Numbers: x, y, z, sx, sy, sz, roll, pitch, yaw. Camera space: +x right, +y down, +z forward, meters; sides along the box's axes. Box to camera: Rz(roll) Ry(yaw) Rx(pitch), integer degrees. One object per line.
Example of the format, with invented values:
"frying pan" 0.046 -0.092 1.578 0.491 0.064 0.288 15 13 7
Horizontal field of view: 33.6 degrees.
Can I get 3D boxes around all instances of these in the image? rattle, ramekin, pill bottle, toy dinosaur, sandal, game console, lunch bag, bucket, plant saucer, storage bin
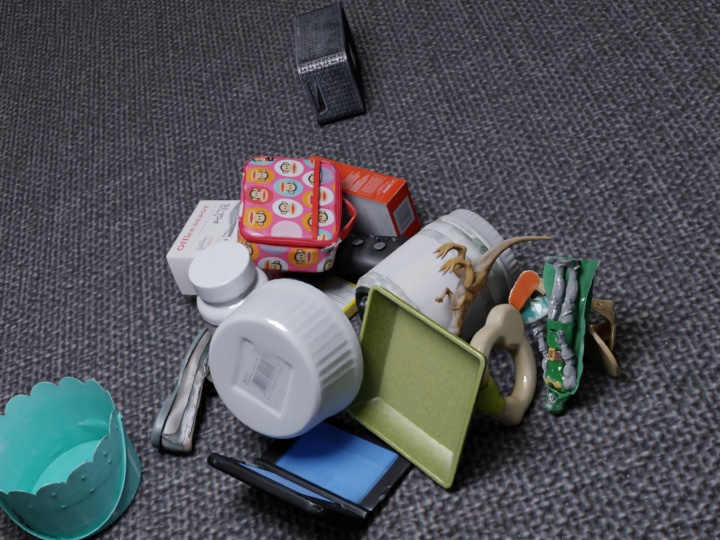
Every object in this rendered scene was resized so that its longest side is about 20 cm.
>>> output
"rattle" 0.168 0.107 1.591 0.143 0.129 0.202 -31 44 57
"ramekin" -0.104 0.122 1.568 0.199 0.202 0.098 8 25 29
"pill bottle" -0.169 0.061 1.707 0.109 0.201 0.110 -12 41 11
"toy dinosaur" 0.151 0.002 1.569 0.201 0.106 0.060 -55 30 -7
"sandal" 0.307 0.056 1.607 0.069 0.078 0.212 -32 36 -8
"game console" -0.065 0.243 1.541 0.199 0.176 0.117 17 82 36
"lunch bag" -0.093 -0.083 1.772 0.174 0.082 0.201 4 43 -5
"bucket" -0.408 0.264 1.642 0.205 0.135 0.208 -13 41 11
"plant saucer" 0.079 0.142 1.525 0.048 0.202 0.199 -17 39 -42
"storage bin" -0.056 -0.378 2.174 0.093 0.136 0.201 -14 42 9

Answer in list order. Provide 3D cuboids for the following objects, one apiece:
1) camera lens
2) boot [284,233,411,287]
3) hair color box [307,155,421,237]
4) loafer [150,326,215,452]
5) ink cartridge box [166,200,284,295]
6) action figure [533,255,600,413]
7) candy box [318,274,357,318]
"camera lens" 0.104 0.030 1.656 0.200 0.161 0.160 -38 44 -18
"boot" 0.000 -0.001 1.782 0.198 0.066 0.165 10 43 16
"hair color box" -0.008 -0.110 1.897 0.199 0.102 0.061 18 55 36
"loafer" -0.237 0.176 1.728 0.062 0.072 0.201 16 58 10
"ink cartridge box" -0.183 -0.035 1.866 0.198 0.083 0.147 1 42 22
"action figure" 0.259 0.085 1.537 0.054 0.202 0.118 1 3 -21
"candy box" -0.090 0.035 1.832 0.199 0.027 0.102 25 58 40
